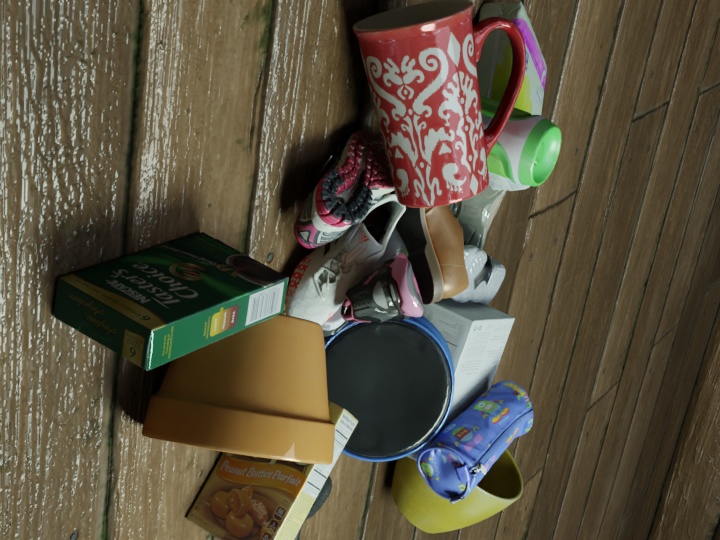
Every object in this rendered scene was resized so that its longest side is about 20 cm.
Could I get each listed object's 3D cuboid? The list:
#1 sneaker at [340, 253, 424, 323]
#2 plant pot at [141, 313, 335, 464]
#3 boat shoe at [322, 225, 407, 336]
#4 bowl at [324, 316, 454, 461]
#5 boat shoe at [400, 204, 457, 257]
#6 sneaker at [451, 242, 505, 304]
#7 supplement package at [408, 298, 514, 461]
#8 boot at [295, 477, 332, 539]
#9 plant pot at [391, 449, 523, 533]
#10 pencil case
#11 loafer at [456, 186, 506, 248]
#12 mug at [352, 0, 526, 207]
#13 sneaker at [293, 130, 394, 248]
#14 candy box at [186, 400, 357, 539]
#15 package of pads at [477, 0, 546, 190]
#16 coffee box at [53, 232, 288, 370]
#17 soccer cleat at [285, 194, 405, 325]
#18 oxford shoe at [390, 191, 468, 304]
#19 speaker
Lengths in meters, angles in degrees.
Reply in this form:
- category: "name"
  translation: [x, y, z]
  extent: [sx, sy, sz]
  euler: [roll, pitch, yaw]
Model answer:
- category: "sneaker"
  translation: [0.021, 0.030, 1.398]
  extent: [0.094, 0.080, 0.200]
  euler: [-21, 175, 2]
- category: "plant pot"
  translation: [-0.115, 0.114, 1.252]
  extent: [0.200, 0.197, 0.142]
  euler: [21, 77, -63]
- category: "boat shoe"
  translation: [0.000, 0.000, 1.492]
  extent: [0.201, 0.069, 0.066]
  euler: [-58, 172, -25]
- category: "bowl"
  translation: [0.023, 0.142, 1.515]
  extent: [0.039, 0.198, 0.203]
  euler: [-126, -126, -75]
- category: "boat shoe"
  translation: [0.067, -0.035, 1.571]
  extent: [0.201, 0.071, 0.068]
  euler: [-56, 151, -25]
- category: "sneaker"
  translation: [0.115, -0.011, 1.629]
  extent: [0.076, 0.113, 0.200]
  euler: [-62, 155, 3]
- category: "supplement package"
  translation: [0.088, 0.131, 1.651]
  extent: [0.151, 0.149, 0.203]
  euler: [2, 109, -61]
- category: "boot"
  translation: [-0.111, 0.300, 1.532]
  extent: [0.202, 0.069, 0.132]
  euler: [-63, 152, -30]
- category: "plant pot"
  translation: [0.129, 0.316, 1.861]
  extent: [0.142, 0.200, 0.199]
  euler: [-49, 159, 22]
- category: "pencil case"
  translation: [0.155, 0.219, 1.584]
  extent: [0.199, 0.086, 0.079]
  euler: [-34, 118, -47]
- category: "loafer"
  translation: [0.171, -0.108, 1.721]
  extent: [0.063, 0.071, 0.202]
  euler: [-43, 153, -66]
- category: "mug"
  translation: [0.094, -0.183, 1.331]
  extent: [0.134, 0.175, 0.203]
  euler: [-57, 139, -64]
- category: "sneaker"
  translation: [-0.017, -0.095, 1.386]
  extent: [0.075, 0.081, 0.200]
  euler: [-40, -177, 36]
- category: "candy box"
  translation: [-0.103, 0.233, 1.426]
  extent: [0.202, 0.114, 0.055]
  euler: [-61, 153, -10]
- category: "package of pads"
  translation: [0.191, -0.223, 1.591]
  extent: [0.155, 0.067, 0.203]
  euler: [51, 45, -59]
- category: "coffee box"
  translation: [-0.171, 0.024, 1.135]
  extent: [0.199, 0.122, 0.045]
  euler: [-21, 131, -52]
- category: "soccer cleat"
  translation: [-0.017, -0.013, 1.404]
  extent: [0.069, 0.085, 0.201]
  euler: [45, 63, -14]
- category: "oxford shoe"
  translation: [0.084, -0.065, 1.465]
  extent: [0.070, 0.071, 0.203]
  euler: [-12, 89, -26]
- category: "speaker"
  translation: [0.135, -0.168, 1.450]
  extent: [0.088, 0.198, 0.089]
  euler: [-40, 143, -39]
